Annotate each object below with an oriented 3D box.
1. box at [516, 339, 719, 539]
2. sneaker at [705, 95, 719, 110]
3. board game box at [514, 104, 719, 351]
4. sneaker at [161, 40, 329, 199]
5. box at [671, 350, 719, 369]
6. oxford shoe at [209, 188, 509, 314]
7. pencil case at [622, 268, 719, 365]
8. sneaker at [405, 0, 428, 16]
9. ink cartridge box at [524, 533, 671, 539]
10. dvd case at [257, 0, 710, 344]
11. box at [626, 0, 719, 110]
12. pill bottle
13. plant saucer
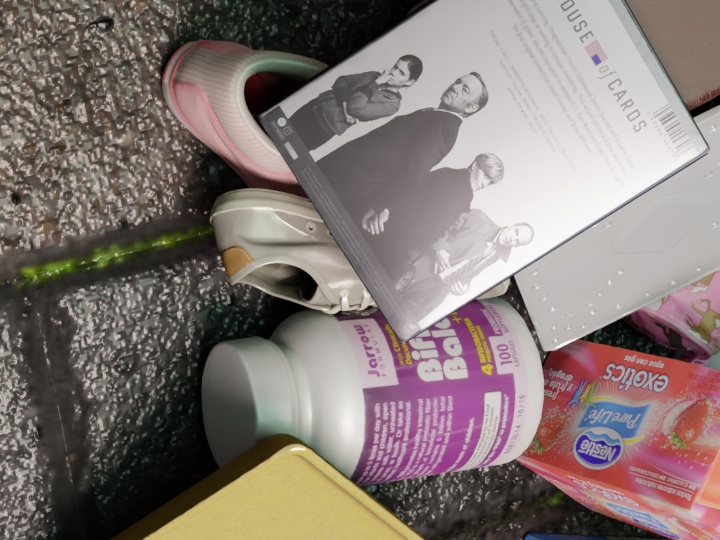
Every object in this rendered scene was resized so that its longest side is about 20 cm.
[{"bbox_3d":[0.202,0.119,1.077,0.102,0.199,0.095,35,78,-29],"label":"box"},{"bbox_3d":[0.257,-0.174,1.100,0.071,0.083,0.202,-19,81,-2],"label":"sneaker"},{"bbox_3d":[0.187,-0.038,1.026,0.198,0.026,0.200,-27,150,2],"label":"board game box"},{"bbox_3d":[-0.023,-0.068,0.979,0.200,0.104,0.076,37,77,-29],"label":"sneaker"},{"bbox_3d":[0.326,0.092,1.239,0.200,0.035,0.111,41,77,-28],"label":"box"},{"bbox_3d":[0.000,0.000,0.979,0.198,0.075,0.058,12,68,-26],"label":"oxford shoe"},{"bbox_3d":[0.258,-0.034,1.158,0.201,0.086,0.083,-59,149,-10],"label":"pencil case"},{"bbox_3d":[0.070,-0.064,1.003,0.147,0.080,0.201,57,30,-38],"label":"sneaker"},{"bbox_3d":[0.220,0.245,1.104,0.145,0.199,0.085,9,93,-30],"label":"ink cartridge box"},{"bbox_3d":[0.066,-0.075,0.873,0.199,0.025,0.151,-32,100,6],"label":"dvd case"},{"bbox_3d":[0.170,-0.209,0.952,0.165,0.164,0.202,-27,101,-7],"label":"box"},{"bbox_3d":[0.006,0.077,1.010,0.198,0.112,0.114,-5,99,-30],"label":"pill bottle"},{"bbox_3d":[-0.059,0.182,0.969,0.199,0.049,0.200,-33,130,17],"label":"plant saucer"}]
